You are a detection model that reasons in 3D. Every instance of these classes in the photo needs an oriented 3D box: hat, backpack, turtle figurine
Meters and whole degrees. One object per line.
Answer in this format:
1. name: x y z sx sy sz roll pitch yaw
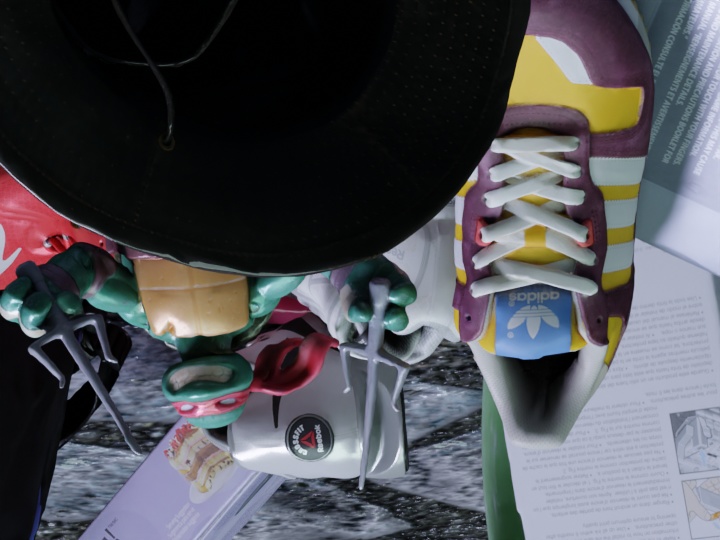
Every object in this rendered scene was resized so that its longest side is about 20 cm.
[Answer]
1. hat: -0.051 -0.088 0.831 0.200 0.202 0.081 3 174 -23
2. backpack: -0.224 0.099 1.274 0.154 0.201 0.190 25 159 -17
3. turtle figurine: -0.065 -0.010 0.996 0.149 0.201 0.101 -12 -171 -12

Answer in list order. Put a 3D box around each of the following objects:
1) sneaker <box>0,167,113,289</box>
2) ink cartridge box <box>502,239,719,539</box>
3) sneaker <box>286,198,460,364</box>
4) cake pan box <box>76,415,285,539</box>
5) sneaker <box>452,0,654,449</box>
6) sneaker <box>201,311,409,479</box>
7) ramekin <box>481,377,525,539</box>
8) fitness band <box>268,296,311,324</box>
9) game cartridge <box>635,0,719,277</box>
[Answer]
1. sneaker: -0.107 -0.023 1.109 0.077 0.085 0.200 14 152 -41
2. ink cartridge box: 0.115 0.058 1.092 0.109 0.201 0.050 -10 179 33
3. sneaker: 0.000 0.000 1.092 0.075 0.081 0.200 2 172 -16
4. cake pan box: -0.090 0.122 1.323 0.200 0.052 0.184 -50 173 19
5. sneaker: 0.066 -0.021 0.933 0.075 0.090 0.200 0 142 12
6. sneaker: -0.027 0.050 1.182 0.088 0.074 0.200 -7 -175 0
7. ramekin: 0.123 0.068 1.243 0.097 0.201 0.200 2 159 -9
8. fitness band: -0.005 -0.023 1.209 0.143 0.038 0.200 9 154 -36
9. game cartridge: 0.144 -0.078 0.944 0.133 0.041 0.200 28 139 6
